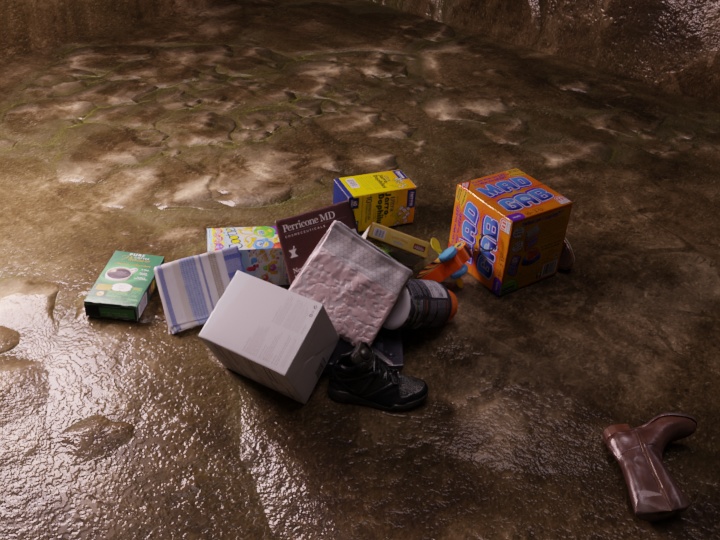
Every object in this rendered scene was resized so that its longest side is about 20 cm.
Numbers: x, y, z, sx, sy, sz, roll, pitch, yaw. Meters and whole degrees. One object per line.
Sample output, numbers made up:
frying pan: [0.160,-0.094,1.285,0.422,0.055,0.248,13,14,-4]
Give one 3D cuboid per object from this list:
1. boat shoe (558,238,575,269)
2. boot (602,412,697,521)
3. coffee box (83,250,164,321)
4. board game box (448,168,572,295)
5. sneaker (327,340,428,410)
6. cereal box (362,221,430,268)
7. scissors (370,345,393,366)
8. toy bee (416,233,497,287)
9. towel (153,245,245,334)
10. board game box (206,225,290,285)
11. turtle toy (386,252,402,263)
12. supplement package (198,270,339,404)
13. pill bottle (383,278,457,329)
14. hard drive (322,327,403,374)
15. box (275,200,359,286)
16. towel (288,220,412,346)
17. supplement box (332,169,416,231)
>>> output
boat shoe: [0.479,-0.079,1.964,0.074,0.075,0.203,18,31,-55]
boot: [0.541,0.348,1.353,0.183,0.065,0.201,-12,32,1]
coffee box: [-0.522,0.032,1.720,0.120,0.045,0.201,5,35,1]
board game box: [0.356,-0.098,1.862,0.197,0.203,0.200,-17,39,-29]
sneaker: [0.037,0.201,1.473,0.195,0.116,0.077,9,35,3]
cereal box: [0.074,-0.056,1.784,0.141,0.040,0.200,20,-8,-5]
scissors: [-0.009,0.143,1.566,0.072,0.014,0.200,-12,38,-25]
toy bee: [0.225,-0.023,1.814,0.196,0.133,0.109,-12,17,7]
towel: [-0.337,0.039,1.665,0.197,0.150,0.024,-17,-1,-27]
board game box: [-0.255,-0.032,1.788,0.196,0.107,0.104,-3,34,-11]
turtle toy: [0.000,0.000,1.771,0.196,0.103,0.147,6,34,3]
supplement package: [-0.171,0.128,1.477,0.197,0.151,0.153,20,67,22]
pill bottle: [0.125,0.073,1.640,0.198,0.108,0.106,5,23,-48]
hard drive: [-0.012,0.163,1.584,0.196,0.043,0.136,2,34,-2]
box: [-0.072,-0.021,1.633,0.163,0.204,0.164,-15,-3,2]
towel: [-0.022,0.030,1.532,0.198,0.193,0.032,33,-1,4]
supplement box: [0.035,-0.183,2.035,0.196,0.111,0.110,-11,36,-21]
